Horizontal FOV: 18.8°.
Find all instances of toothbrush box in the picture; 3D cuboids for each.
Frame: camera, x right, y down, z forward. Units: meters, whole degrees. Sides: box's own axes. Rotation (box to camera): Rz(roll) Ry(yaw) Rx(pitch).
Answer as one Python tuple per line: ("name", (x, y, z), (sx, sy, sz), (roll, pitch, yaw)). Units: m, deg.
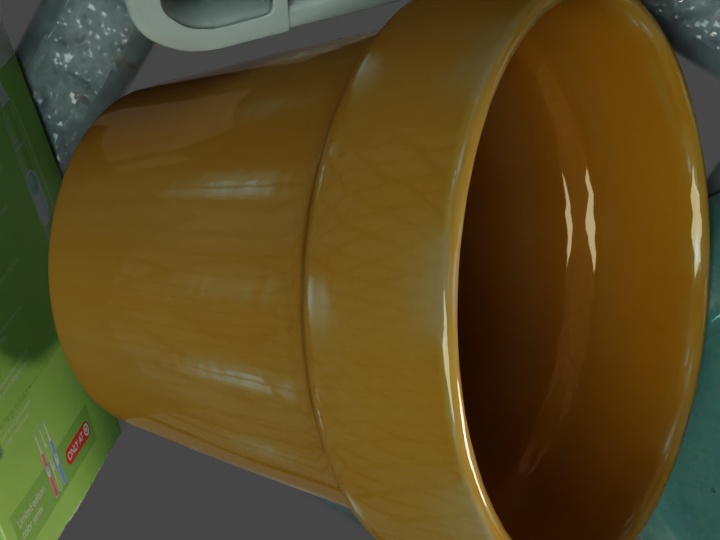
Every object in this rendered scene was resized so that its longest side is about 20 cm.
("toothbrush box", (-0.169, 0.004, 0.814), (0.086, 0.146, 0.201), (-9, 115, 17))

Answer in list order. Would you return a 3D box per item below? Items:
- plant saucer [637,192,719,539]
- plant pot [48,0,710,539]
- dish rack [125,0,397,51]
("plant saucer", (0.180, 0.060, 0.826), (0.199, 0.036, 0.201), (5, 117, 10))
("plant pot", (0.000, 0.000, 0.758), (0.183, 0.200, 0.201), (3, 118, 31))
("dish rack", (0.013, -0.159, 0.690), (0.199, 0.044, 0.172), (-15, 143, -11))
